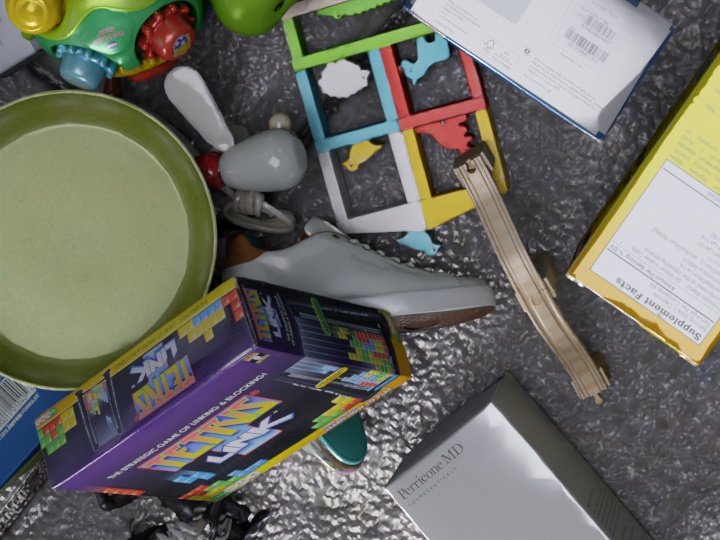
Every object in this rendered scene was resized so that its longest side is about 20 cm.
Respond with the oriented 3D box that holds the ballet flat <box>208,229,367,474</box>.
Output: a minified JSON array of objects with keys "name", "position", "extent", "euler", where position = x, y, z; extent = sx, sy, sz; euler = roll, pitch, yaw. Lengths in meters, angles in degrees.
[{"name":"ballet flat","position":[-0.066,0.067,1.256],"extent":[0.071,0.069,0.201],"euler":[-30,91,35]}]

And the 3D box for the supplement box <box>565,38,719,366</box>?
[{"name":"supplement box","position":[0.240,-0.056,1.134],"extent":[0.108,0.110,0.201],"euler":[35,106,3]}]

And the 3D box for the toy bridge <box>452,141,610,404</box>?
[{"name":"toy bridge","position":[0.123,0.009,1.183],"extent":[0.027,0.067,0.201],"euler":[-27,103,14]}]

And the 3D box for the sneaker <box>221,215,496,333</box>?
[{"name":"sneaker","position":[0.000,0.000,1.206],"extent":[0.198,0.073,0.086],"euler":[0,75,-12]}]

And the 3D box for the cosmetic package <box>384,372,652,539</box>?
[{"name":"cosmetic package","position":[0.125,0.188,1.227],"extent":[0.113,0.081,0.200],"euler":[-43,92,19]}]

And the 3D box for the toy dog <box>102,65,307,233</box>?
[{"name":"toy dog","position":[-0.131,-0.101,1.214],"extent":[0.198,0.132,0.097],"euler":[8,72,3]}]

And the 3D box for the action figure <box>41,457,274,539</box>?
[{"name":"action figure","position":[-0.149,0.190,1.271],"extent":[0.200,0.102,0.119],"euler":[43,125,-8]}]

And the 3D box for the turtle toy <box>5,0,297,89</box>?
[{"name":"turtle toy","position":[-0.138,-0.186,1.137],"extent":[0.198,0.146,0.102],"euler":[-18,111,14]}]

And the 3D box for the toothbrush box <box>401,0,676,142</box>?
[{"name":"toothbrush box","position":[0.106,-0.163,1.081],"extent":[0.146,0.200,0.086],"euler":[33,98,-4]}]

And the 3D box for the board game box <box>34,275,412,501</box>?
[{"name":"board game box","position":[-0.091,0.086,1.138],"extent":[0.199,0.165,0.057],"euler":[-35,62,29]}]

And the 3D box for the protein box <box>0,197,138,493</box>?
[{"name":"protein box","position":[-0.276,0.029,1.250],"extent":[0.200,0.135,0.199],"euler":[44,107,0]}]

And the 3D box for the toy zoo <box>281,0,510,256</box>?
[{"name":"toy zoo","position":[0.028,-0.108,1.214],"extent":[0.130,0.020,0.202],"euler":[-14,99,15]}]

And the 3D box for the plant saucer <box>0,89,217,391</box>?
[{"name":"plant saucer","position":[-0.196,-0.020,1.145],"extent":[0.198,0.031,0.202],"euler":[0,87,-4]}]

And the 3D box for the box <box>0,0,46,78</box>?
[{"name":"box","position":[-0.225,-0.253,1.228],"extent":[0.199,0.041,0.157],"euler":[-27,96,15]}]
